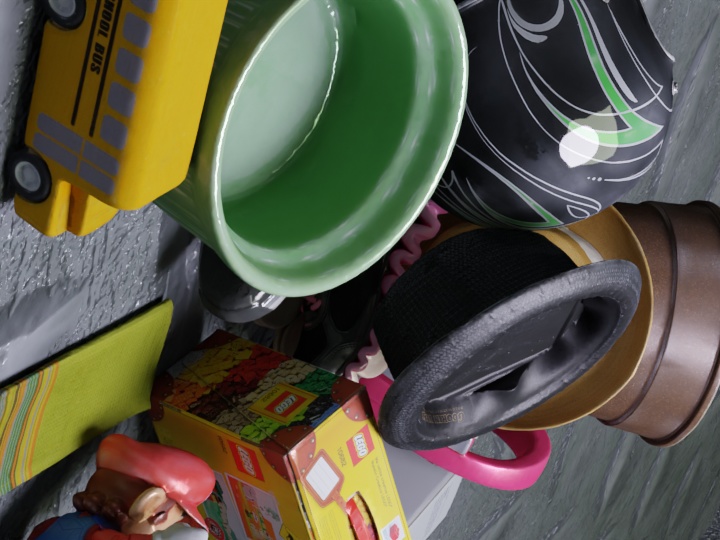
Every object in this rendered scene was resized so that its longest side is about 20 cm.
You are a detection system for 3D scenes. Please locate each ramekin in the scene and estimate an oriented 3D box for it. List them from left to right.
[{"bbox_3d":[-0.041,-0.095,1.240,0.200,0.098,0.201,-28,132,-36],"label":"ramekin"}]

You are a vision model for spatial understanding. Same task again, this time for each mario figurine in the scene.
[{"bbox_3d":[-0.164,0.191,1.369,0.200,0.123,0.106,-40,150,-26],"label":"mario figurine"}]

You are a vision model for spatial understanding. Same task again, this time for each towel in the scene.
[{"bbox_3d":[-0.179,0.083,1.344,0.200,0.018,0.086,-32,147,-56],"label":"towel"}]

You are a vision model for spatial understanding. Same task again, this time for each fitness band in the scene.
[{"bbox_3d":[0.056,0.103,1.698,0.038,0.200,0.144,-61,166,16],"label":"fitness band"}]

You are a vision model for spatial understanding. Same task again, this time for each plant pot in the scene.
[{"bbox_3d":[0.164,0.024,1.724,0.200,0.197,0.201,-169,-90,-76],"label":"plant pot"}]

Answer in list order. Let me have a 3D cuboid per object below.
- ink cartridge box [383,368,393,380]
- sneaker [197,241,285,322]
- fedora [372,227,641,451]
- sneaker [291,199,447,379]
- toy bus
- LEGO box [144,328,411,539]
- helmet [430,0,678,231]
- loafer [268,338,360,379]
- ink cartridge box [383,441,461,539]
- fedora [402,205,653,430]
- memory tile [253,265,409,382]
[{"bbox_3d":[0.091,0.045,1.888,0.201,0.084,0.144,-65,160,9],"label":"ink cartridge box"},{"bbox_3d":[-0.056,-0.074,1.366,0.201,0.075,0.116,-64,159,-21],"label":"sneaker"},{"bbox_3d":[0.081,0.030,1.425,0.200,0.092,0.201,-28,155,-14],"label":"fedora"},{"bbox_3d":[-0.015,-0.006,1.523,0.079,0.095,0.201,-5,-125,63],"label":"sneaker"},{"bbox_3d":[-0.121,-0.103,1.119,0.065,0.078,0.201,-37,150,-50],"label":"toy bus"},{"bbox_3d":[-0.048,0.156,1.470,0.077,0.149,0.201,-38,129,-31],"label":"LEGO box"},{"bbox_3d":[0.113,-0.120,1.472,0.200,0.200,0.191,-45,113,-39],"label":"helmet"},{"bbox_3d":[-0.008,0.031,1.647,0.200,0.063,0.072,-38,124,-35],"label":"loafer"},{"bbox_3d":[-0.033,0.185,1.670,0.200,0.145,0.083,-43,159,-41],"label":"ink cartridge box"},{"bbox_3d":[0.105,0.017,1.542,0.201,0.200,0.082,-61,162,2],"label":"fedora"},{"bbox_3d":[0.000,0.000,1.590,0.200,0.017,0.154,-50,130,-26],"label":"memory tile"}]
